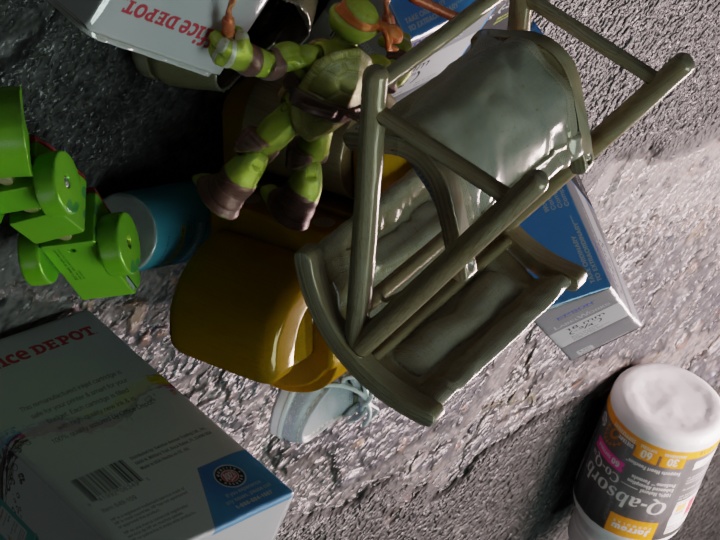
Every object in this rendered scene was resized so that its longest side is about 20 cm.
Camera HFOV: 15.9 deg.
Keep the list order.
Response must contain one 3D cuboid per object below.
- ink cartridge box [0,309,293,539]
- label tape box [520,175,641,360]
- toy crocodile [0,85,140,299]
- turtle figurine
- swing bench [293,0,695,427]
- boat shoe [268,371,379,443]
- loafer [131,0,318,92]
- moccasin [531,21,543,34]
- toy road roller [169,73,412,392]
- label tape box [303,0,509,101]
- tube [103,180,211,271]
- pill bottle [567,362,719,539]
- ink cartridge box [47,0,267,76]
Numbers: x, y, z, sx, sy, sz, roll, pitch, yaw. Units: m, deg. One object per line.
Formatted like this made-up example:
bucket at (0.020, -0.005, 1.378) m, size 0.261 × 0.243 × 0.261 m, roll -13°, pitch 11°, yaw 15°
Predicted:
ink cartridge box at (-0.177, 0.152, 1.623) m, size 0.147 × 0.200 × 0.146 m, roll -20°, pitch 142°, yaw -47°
label tape box at (0.129, -0.030, 1.805) m, size 0.063 × 0.144 × 0.200 m, roll -25°, pitch 162°, yaw 9°
toy crocodile at (-0.182, -0.039, 1.520) m, size 0.200 × 0.067 × 0.062 m, roll 52°, pitch 34°, yaw -56°
turtle figurine at (-0.020, -0.100, 1.507) m, size 0.200 × 0.064 × 0.161 m, roll -3°, pitch 130°, yaw -49°
swing bench at (0.070, -0.048, 1.530) m, size 0.199 × 0.130 × 0.200 m, roll -39°, pitch 159°, yaw -49°
boat shoe at (0.020, 0.053, 1.745) m, size 0.202 × 0.065 × 0.074 m, roll -38°, pitch 155°, yaw -30°
loafer at (-0.049, -0.175, 1.559) m, size 0.200 × 0.068 × 0.076 m, roll -45°, pitch 154°, yaw -13°
moccasin at (0.104, -0.128, 1.856) m, size 0.068 × 0.081 × 0.200 m, roll -27°, pitch 161°, yaw -2°
toy road roller at (-0.046, -0.016, 1.620) m, size 0.146 × 0.123 × 0.200 m, roll -35°, pitch 134°, yaw -47°
label tape box at (0.046, -0.173, 1.655) m, size 0.143 × 0.066 × 0.200 m, roll -30°, pitch 168°, yaw -37°
tube at (-0.104, -0.034, 1.688) m, size 0.077 × 0.050 × 0.200 m, roll -53°, pitch 163°, yaw 23°
pill bottle at (0.275, 0.197, 2.514) m, size 0.116 × 0.116 × 0.200 m, roll -26°, pitch 144°, yaw -41°
ink cartridge box at (-0.087, -0.220, 1.419) m, size 0.200 × 0.086 × 0.148 m, roll -54°, pitch 154°, yaw 11°
